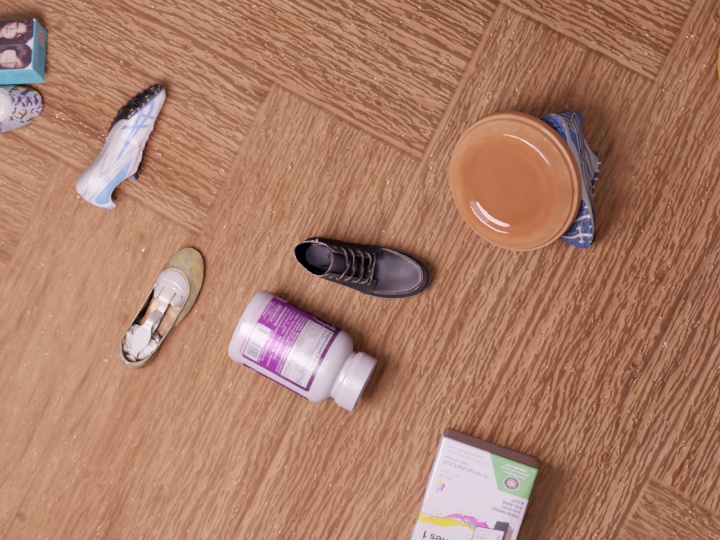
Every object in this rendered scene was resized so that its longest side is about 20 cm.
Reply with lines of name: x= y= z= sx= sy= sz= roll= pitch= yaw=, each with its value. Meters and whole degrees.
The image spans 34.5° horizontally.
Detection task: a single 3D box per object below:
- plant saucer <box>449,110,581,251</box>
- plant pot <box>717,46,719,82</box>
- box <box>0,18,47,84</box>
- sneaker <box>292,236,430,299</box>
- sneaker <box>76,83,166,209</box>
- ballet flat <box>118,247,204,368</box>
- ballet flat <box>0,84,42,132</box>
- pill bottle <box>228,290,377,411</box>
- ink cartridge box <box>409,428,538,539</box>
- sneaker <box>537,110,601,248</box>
plant saucer: x=0.208 y=-0.118 z=1.611 sx=0.198 sy=0.037 sz=0.203 roll=14 pitch=118 yaw=28
plant pot: x=0.589 y=-0.287 z=1.536 sx=0.198 sy=0.189 sz=0.204 roll=0 pitch=92 yaw=7
box: x=-0.570 y=-0.322 z=1.727 sx=0.197 sy=0.049 sz=0.084 roll=-2 pitch=76 yaw=7
sneaker: x=0.000 y=0.000 z=1.653 sx=0.197 sy=0.106 sz=0.076 roll=10 pitch=93 yaw=6
sneaker: x=-0.342 y=-0.184 z=1.714 sx=0.072 sy=0.072 sz=0.201 roll=33 pitch=89 yaw=-30
ballet flat: x=-0.294 y=0.059 z=1.710 sx=0.070 sy=0.071 sz=0.201 roll=32 pitch=95 yaw=4
ballet flat: x=-0.577 y=-0.240 z=1.731 sx=0.197 sy=0.072 sz=0.073 roll=-4 pitch=91 yaw=6
pill bottle: x=-0.080 y=0.119 z=1.664 sx=0.198 sy=0.112 sz=0.113 roll=27 pitch=95 yaw=5
ink cartridge box: x=0.157 y=0.348 z=1.658 sx=0.143 sy=0.084 sz=0.203 roll=18 pitch=94 yaw=6
sneaker: x=0.306 y=-0.131 z=1.628 sx=0.085 sy=0.077 sz=0.202 roll=-29 pitch=113 yaw=-34
